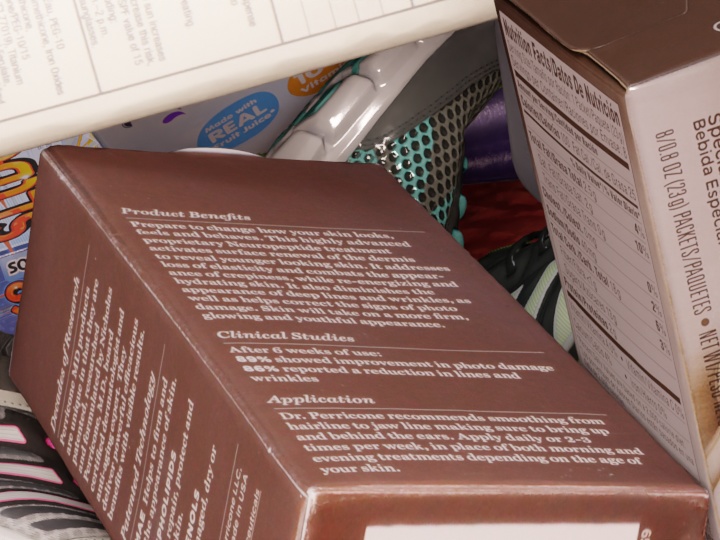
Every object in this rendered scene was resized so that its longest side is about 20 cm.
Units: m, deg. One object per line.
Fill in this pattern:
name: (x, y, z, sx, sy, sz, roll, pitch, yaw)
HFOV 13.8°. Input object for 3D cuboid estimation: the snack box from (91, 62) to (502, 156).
snack box: (-0.028, -0.086, 0.935, 0.142, 0.200, 0.053, -33, 65, -1)

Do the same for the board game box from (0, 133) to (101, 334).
board game box: (-0.100, -0.042, 1.124, 0.135, 0.035, 0.200, -18, 26, -5)

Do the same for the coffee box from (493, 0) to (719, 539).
coffee box: (0.115, 0.015, 0.690, 0.114, 0.201, 0.080, -20, 28, -11)

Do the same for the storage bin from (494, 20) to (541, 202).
storage bin: (0.139, -0.040, 0.864, 0.134, 0.146, 0.200, -36, 55, -18)

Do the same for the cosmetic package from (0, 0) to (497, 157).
cosmetic package: (-0.045, -0.098, 0.791, 0.199, 0.104, 0.087, -14, 8, -3)

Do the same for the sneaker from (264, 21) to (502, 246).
sneaker: (0.000, 0.000, 0.894, 0.200, 0.091, 0.078, -50, 5, -21)

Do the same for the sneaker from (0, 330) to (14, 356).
sneaker: (-0.166, 0.064, 0.891, 0.199, 0.080, 0.096, -3, -11, -15)

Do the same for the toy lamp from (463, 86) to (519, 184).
toy lamp: (0.107, -0.079, 1.055, 0.199, 0.058, 0.058, -22, 26, -10)

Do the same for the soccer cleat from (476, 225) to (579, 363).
soccer cleat: (0.064, 0.009, 0.780, 0.200, 0.067, 0.081, -49, 43, 23)

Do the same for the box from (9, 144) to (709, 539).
box: (-0.010, 0.038, 0.718, 0.100, 0.075, 0.200, 2, 24, -24)

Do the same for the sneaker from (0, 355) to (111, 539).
sneaker: (-0.092, 0.069, 0.794, 0.199, 0.074, 0.087, 19, 43, 18)
